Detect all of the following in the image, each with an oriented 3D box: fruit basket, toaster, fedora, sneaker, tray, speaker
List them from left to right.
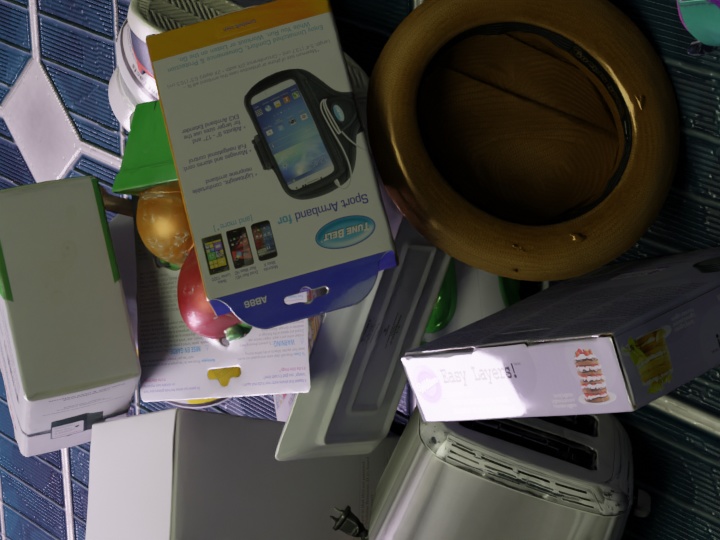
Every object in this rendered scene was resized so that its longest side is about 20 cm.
[{"bbox_3d":[-0.089,-0.018,1.373,0.184,0.093,0.202,-8,88,48],"label":"fruit basket"},{"bbox_3d":[-0.072,-0.126,1.449,0.199,0.075,0.085,32,147,11],"label":"sneaker"},{"bbox_3d":[0.015,0.034,1.345,0.022,0.107,0.202,29,106,35],"label":"tray"},{"bbox_3d":[0.064,-0.044,1.419,0.088,0.088,0.202,12,115,48],"label":"speaker"},{"bbox_3d":[0.091,0.147,1.402,0.198,0.114,0.130,19,123,-3],"label":"toaster"},{"bbox_3d":[0.099,-0.088,1.316,0.082,0.199,0.202,144,105,-85],"label":"fedora"}]

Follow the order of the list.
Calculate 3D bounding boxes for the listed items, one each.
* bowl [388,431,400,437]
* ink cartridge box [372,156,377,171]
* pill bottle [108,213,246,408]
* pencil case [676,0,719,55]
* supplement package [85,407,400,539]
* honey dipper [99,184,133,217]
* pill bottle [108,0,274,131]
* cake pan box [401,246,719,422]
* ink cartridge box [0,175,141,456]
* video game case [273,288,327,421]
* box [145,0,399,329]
[{"bbox_3d":[-0.008,0.221,1.633,0.199,0.074,0.202,26,126,43],"label":"bowl"},{"bbox_3d":[0.000,0.000,1.475,0.120,0.041,0.202,108,155,-67],"label":"ink cartridge box"},{"bbox_3d":[-0.142,0.024,1.613,0.112,0.112,0.200,51,171,23],"label":"pill bottle"},{"bbox_3d":[0.260,-0.153,1.124,0.199,0.092,0.086,12,115,47],"label":"pencil case"},{"bbox_3d":[-0.079,0.170,1.475,0.121,0.199,0.121,-13,71,52],"label":"supplement package"},{"bbox_3d":[-0.111,-0.033,1.459,0.198,0.038,0.038,15,120,20],"label":"honey dipper"},{"bbox_3d":[-0.116,-0.177,1.560,0.111,0.110,0.200,60,141,13],"label":"pill bottle"},{"bbox_3d":[0.150,0.037,1.267,0.199,0.183,0.053,-9,99,51],"label":"cake pan box"},{"bbox_3d":[-0.214,0.036,1.473,0.200,0.082,0.148,125,132,-72],"label":"ink cartridge box"},{"bbox_3d":[-0.049,0.008,1.540,0.182,0.023,0.202,122,141,-65],"label":"video game case"},{"bbox_3d":[-0.052,-0.063,1.274,0.042,0.118,0.202,71,-176,-75],"label":"box"}]
